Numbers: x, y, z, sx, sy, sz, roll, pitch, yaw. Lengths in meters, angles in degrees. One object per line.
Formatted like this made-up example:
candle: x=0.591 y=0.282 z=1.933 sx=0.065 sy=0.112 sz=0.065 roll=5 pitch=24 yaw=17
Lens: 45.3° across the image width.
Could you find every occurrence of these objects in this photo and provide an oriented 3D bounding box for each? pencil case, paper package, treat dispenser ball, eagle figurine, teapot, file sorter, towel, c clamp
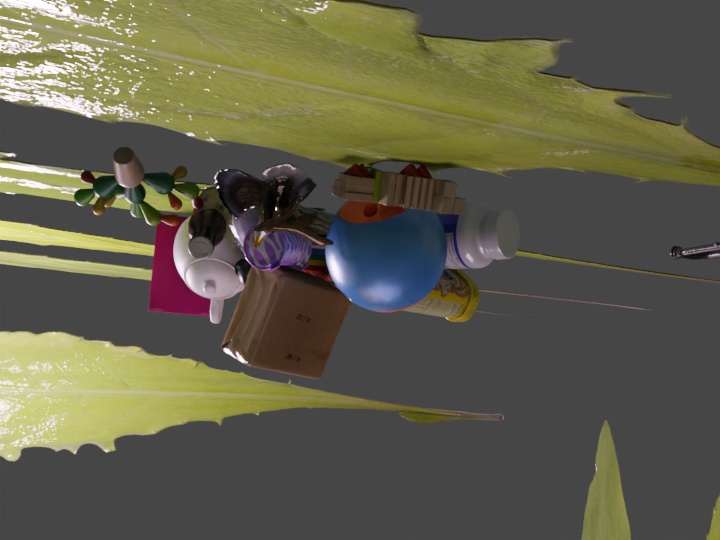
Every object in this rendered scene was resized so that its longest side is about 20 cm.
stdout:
pencil case: x=-0.144 y=-0.039 z=1.537 sx=0.083 sy=0.087 sz=0.200 roll=-23 pitch=175 yaw=12
paper package: x=-0.141 y=0.097 z=1.658 sx=0.198 sy=0.193 sz=0.103 roll=16 pitch=-171 yaw=-47
treat dispenser ball: x=0.041 y=-0.035 z=1.396 sx=0.197 sy=0.205 sz=0.201 roll=4 pitch=173 yaw=0
eagle figurine: x=-0.142 y=-0.107 z=1.364 sx=0.153 sy=0.150 sz=0.201 roll=54 pitch=-177 yaw=-31
teapot: x=-0.290 y=-0.010 z=1.731 sx=0.196 sy=0.148 sz=0.199 roll=-28 pitch=130 yaw=31
file sorter: x=-0.383 y=-0.007 z=1.879 sx=0.136 sy=0.204 sz=0.125 roll=6 pitch=175 yaw=-15
towel: x=-0.120 y=-0.095 z=1.684 sx=0.147 sy=0.037 sz=0.198 roll=-1 pitch=172 yaw=39
c clamp: x=0.687 y=-0.043 z=1.690 sx=0.168 sy=0.028 sz=0.199 roll=1 pitch=173 yaw=-22

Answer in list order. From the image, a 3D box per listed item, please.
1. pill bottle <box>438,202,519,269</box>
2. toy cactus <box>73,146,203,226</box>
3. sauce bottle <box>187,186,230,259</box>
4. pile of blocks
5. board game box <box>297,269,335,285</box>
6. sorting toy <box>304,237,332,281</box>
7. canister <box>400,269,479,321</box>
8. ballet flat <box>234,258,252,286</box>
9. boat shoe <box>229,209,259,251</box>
pill bottle: x=0.169 y=-0.059 z=1.489 sx=0.198 sy=0.114 sz=0.111 roll=-3 pitch=170 yaw=39
toy cactus: x=-0.348 y=-0.140 z=1.342 sx=0.196 sy=0.104 sz=0.166 roll=7 pitch=154 yaw=-1
sauce bottle: x=-0.250 y=-0.078 z=1.426 sx=0.063 sy=0.066 sz=0.201 roll=5 pitch=-156 yaw=-6
pile of blocks: x=0.057 y=-0.128 z=1.261 sx=0.196 sy=0.063 sz=0.082 roll=8 pitch=-168 yaw=-2
board game box: x=-0.098 y=-0.016 z=1.858 sx=0.034 sy=0.128 sz=0.199 roll=-26 pitch=168 yaw=19
sorting toy: x=0.000 y=0.000 z=1.750 sx=0.197 sy=0.071 sz=0.199 roll=6 pitch=166 yaw=41
canister: x=0.108 y=0.024 z=1.623 sx=0.198 sy=0.088 sz=0.149 roll=11 pitch=-156 yaw=-40
ballet flat: x=-0.180 y=0.032 z=1.715 sx=0.072 sy=0.074 sz=0.200 roll=-1 pitch=153 yaw=36
boat shoe: x=-0.207 y=-0.057 z=1.620 sx=0.070 sy=0.073 sz=0.200 roll=5 pitch=157 yaw=20
